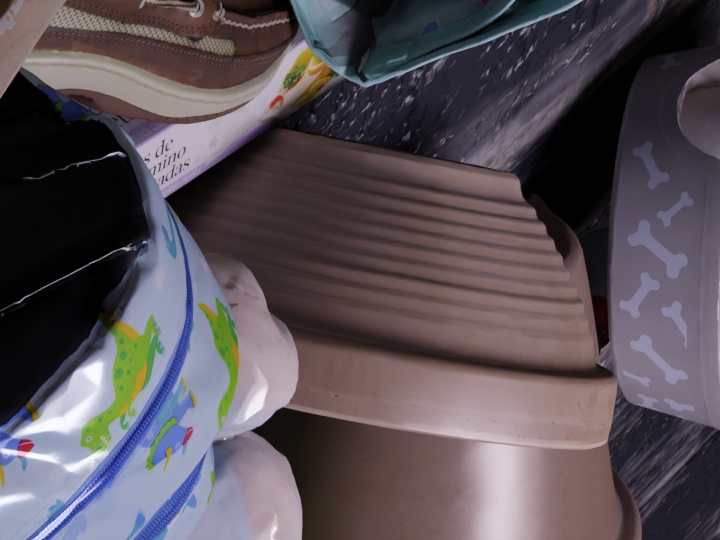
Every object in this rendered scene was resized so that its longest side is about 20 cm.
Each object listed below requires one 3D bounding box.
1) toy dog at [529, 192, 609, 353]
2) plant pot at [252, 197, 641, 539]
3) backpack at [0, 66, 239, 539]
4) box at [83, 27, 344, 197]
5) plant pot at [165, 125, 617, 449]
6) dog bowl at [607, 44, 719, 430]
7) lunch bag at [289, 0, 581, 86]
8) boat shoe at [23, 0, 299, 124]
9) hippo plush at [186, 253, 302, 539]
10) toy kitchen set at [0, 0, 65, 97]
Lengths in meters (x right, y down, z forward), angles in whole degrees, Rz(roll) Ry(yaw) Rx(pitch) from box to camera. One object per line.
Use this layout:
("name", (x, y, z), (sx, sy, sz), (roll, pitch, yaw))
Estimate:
("toy dog", (0.073, 0.030, 1.396), (0.132, 0.096, 0.200), (-65, 171, 12))
("plant pot", (0.032, 0.060, 1.209), (0.200, 0.200, 0.175), (-28, 132, -49))
("backpack", (-0.125, 0.039, 0.640), (0.200, 0.163, 0.154), (-49, 140, -3))
("box", (-0.052, -0.066, 0.977), (0.200, 0.041, 0.039), (-35, 154, -38))
("plant pot", (0.000, 0.000, 1.024), (0.201, 0.201, 0.093), (2, 100, -67))
("dog bowl", (0.167, -0.019, 1.406), (0.200, 0.059, 0.200), (3, 90, -74))
("lunch bag", (0.055, -0.167, 0.889), (0.170, 0.122, 0.200), (-56, 169, -45))
("boat shoe", (-0.069, -0.090, 0.835), (0.075, 0.075, 0.202), (-53, 162, 23))
("hippo plush", (-0.110, 0.049, 0.831), (0.159, 0.161, 0.200), (4, 102, -19))
("toy kitchen set", (-0.161, -0.115, 0.617), (0.180, 0.163, 0.200), (-19, -153, 27))
